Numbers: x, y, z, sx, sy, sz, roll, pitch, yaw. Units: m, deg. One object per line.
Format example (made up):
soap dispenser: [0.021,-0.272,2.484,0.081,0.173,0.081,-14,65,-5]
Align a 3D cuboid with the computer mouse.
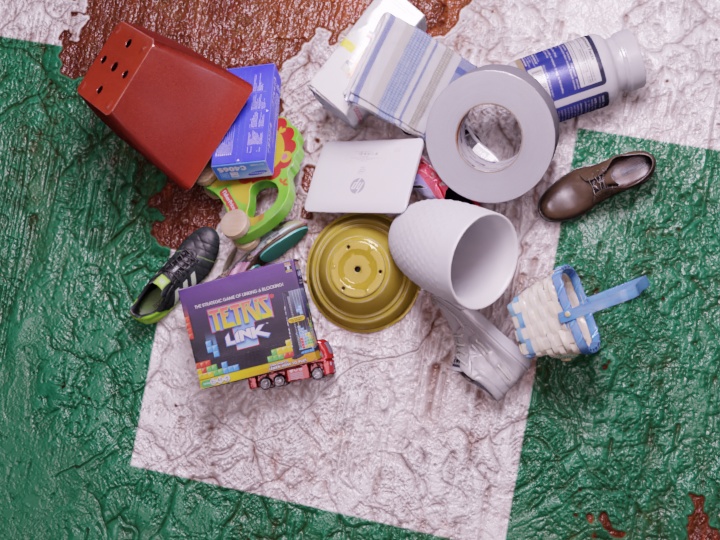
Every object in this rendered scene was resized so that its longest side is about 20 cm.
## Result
computer mouse: [0.162,-0.199,1.528,0.109,0.044,0.201,-39,80,7]

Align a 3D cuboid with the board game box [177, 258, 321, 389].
board game box: [-0.177,0.086,1.499,0.197,0.057,0.168,-15,90,6]

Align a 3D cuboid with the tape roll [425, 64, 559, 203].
tape roll: [0.202,-0.209,1.426,0.198,0.066,0.203,6,111,16]

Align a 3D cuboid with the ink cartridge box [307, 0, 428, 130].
ink cartridge box: [0.016,-0.337,1.505,0.083,0.145,0.201,40,93,6]

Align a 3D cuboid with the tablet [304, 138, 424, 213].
tablet: [0.004,-0.153,1.504,0.198,0.014,0.132,3,68,36]

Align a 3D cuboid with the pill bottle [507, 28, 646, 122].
pill bottle: [0.338,-0.303,1.471,0.198,0.116,0.117,-17,85,7]

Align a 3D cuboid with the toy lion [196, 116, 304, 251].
toy lion: [-0.170,-0.160,1.542,0.191,0.069,0.201,-34,60,2]

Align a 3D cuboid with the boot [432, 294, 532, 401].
boot: [0.172,0.119,1.491,0.199,0.074,0.096,40,86,7]

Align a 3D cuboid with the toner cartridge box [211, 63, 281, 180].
toner cartridge box: [-0.186,-0.246,1.537,0.094,0.043,0.202,-5,60,13]

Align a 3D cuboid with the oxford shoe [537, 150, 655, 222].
oxford shoe: [0.371,-0.139,1.474,0.198,0.084,0.073,-28,85,7]

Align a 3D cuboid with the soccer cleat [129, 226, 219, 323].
soccer cleat: [-0.309,0.010,1.564,0.067,0.081,0.201,40,93,8]

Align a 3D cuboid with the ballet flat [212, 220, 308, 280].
ballet flat: [-0.177,-0.029,1.559,0.200,0.069,0.071,-45,70,6]

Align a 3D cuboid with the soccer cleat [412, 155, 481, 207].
soccer cleat: [0.115,-0.145,1.509,0.199,0.077,0.067,40,76,6]

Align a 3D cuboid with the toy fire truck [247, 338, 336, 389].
toy fire truck: [-0.147,0.123,1.551,0.197,0.049,0.143,-12,86,8]

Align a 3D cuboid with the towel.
towel: [0.079,-0.293,1.448,0.198,0.024,0.148,21,100,-33]

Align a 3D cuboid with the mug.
mug: [0.147,-0.028,1.447,0.175,0.199,0.149,23,91,48]

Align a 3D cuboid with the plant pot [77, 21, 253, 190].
plant pot: [-0.328,-0.283,1.494,0.199,0.176,0.201,35,92,44]

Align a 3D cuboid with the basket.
basket: [0.338,0.057,1.426,0.199,0.176,0.141,-27,82,25]

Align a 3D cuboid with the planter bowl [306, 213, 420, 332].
planter bowl: [0.000,0.000,1.519,0.197,0.083,0.203,0,87,9]
